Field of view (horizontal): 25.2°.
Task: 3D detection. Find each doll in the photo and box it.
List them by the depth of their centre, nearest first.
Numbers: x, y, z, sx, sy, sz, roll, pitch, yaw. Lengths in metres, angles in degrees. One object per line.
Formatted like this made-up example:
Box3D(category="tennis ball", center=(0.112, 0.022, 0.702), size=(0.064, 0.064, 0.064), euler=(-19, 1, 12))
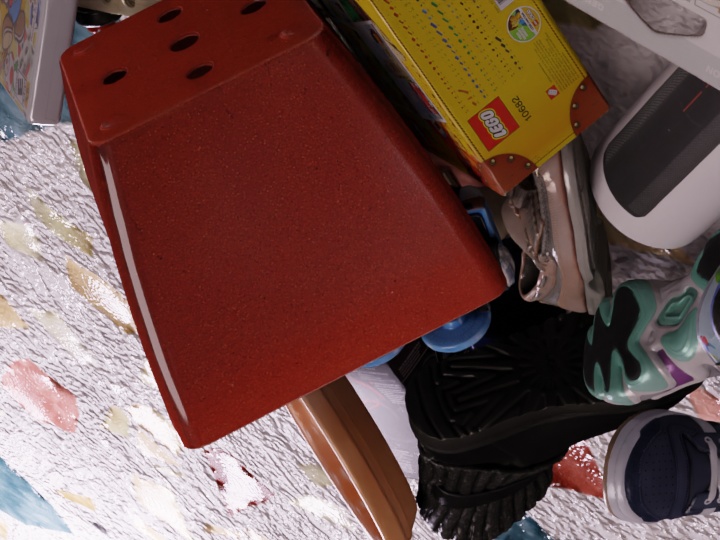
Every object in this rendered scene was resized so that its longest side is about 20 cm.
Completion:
Box3D(category="doll", center=(0.099, 0.026, 1.113), size=(0.136, 0.049, 0.200), euler=(-2, 132, 18))

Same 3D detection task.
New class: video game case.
Box3D(category="video game case", center=(-0.202, -0.212, 0.987), size=(0.182, 0.023, 0.200), euler=(45, 128, 56))

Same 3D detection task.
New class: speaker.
Box3D(category="speaker", center=(0.196, -0.088, 0.835), size=(0.081, 0.081, 0.200), euler=(39, 150, 1))

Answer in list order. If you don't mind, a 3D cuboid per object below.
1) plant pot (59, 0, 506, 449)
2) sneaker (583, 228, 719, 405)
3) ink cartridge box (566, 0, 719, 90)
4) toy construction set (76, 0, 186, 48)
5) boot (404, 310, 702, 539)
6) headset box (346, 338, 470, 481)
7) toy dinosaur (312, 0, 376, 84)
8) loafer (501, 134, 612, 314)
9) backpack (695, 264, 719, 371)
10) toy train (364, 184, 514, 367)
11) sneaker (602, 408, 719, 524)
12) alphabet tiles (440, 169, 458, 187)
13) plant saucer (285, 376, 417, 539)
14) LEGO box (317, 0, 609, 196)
Box3D(category="plant pot", center=(-0.063, -0.058, 0.905), size=(0.176, 0.200, 0.200), euler=(66, 177, -34))
Box3D(category="sneaker", center=(0.231, 0.042, 0.949), size=(0.140, 0.078, 0.200), euler=(14, 157, -21))
Box3D(category="ink cartridge box", center=(0.154, -0.177, 0.730), size=(0.200, 0.044, 0.174), euler=(39, 148, 34))
Box3D(category="toy construction set", center=(-0.113, -0.197, 0.991), size=(0.200, 0.131, 0.092), euler=(0, 118, 43))
Box3D(category="boot", center=(0.132, 0.106, 1.092), size=(0.211, 0.080, 0.158), euler=(-13, 142, 2))
Box3D(category="headset box", center=(0.011, 0.073, 1.247), size=(0.148, 0.075, 0.200), euler=(5, 139, 45))
Box3D(category="toy dinosaur", center=(-0.020, -0.088, 1.070), size=(0.136, 0.102, 0.200), euler=(-16, 100, 37))
Box3D(category="loafer", center=(0.113, -0.023, 0.971), size=(0.063, 0.072, 0.200), euler=(-4, 155, 13))
Box3D(category="backpack", center=(0.282, 0.024, 0.792), size=(0.200, 0.183, 0.147), euler=(43, 164, -18))
Box3D(category="toy train", center=(0.000, 0.000, 1.016), size=(0.200, 0.114, 0.087), euler=(-14, 132, 16))
Box3D(category="sneaker", center=(0.241, 0.126, 1.002), size=(0.108, 0.070, 0.200), euler=(4, 179, 41))
Box3D(category="alphabet tiles", center=(0.018, -0.028, 1.183), size=(0.200, 0.006, 0.167), euler=(-1, 131, 49))
Box3D(category="plant saucer", center=(-0.016, 0.113, 1.143), size=(0.200, 0.037, 0.200), euler=(56, 172, 12))
Box3D(category="LEGO box", center=(0.029, -0.153, 0.877), size=(0.200, 0.077, 0.149), euler=(53, 177, -21))
